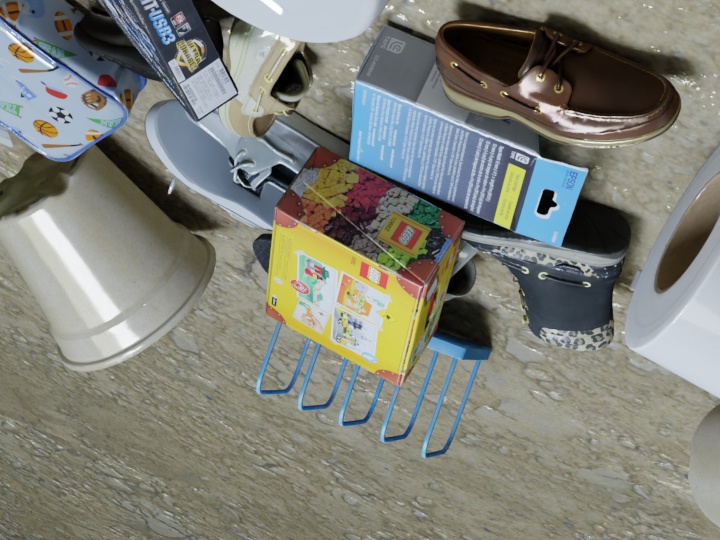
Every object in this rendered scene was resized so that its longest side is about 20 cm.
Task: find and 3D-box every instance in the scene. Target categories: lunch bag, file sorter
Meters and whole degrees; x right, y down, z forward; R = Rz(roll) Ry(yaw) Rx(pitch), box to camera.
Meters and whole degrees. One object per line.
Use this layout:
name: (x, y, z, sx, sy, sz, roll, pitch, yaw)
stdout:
lunch bag: (-0.313, -0.193, 1.787, 0.200, 0.076, 0.160, 39, 142, -25)
file sorter: (0.012, 0.103, 1.977, 0.200, 0.123, 0.139, 19, -177, 15)

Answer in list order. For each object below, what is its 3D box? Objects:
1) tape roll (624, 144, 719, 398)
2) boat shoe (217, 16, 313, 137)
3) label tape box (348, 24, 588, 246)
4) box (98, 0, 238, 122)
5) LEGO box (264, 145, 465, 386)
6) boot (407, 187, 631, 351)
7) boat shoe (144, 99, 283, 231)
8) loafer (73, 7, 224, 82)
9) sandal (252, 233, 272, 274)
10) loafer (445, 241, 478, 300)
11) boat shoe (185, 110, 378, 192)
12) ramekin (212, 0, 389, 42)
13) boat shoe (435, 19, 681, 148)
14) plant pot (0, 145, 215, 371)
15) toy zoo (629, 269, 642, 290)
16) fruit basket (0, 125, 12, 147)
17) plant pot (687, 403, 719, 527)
tape roll: (0.306, 0.003, 1.426, 0.139, 0.203, 0.203, 28, 157, -5)
boat shoe: (-0.076, -0.165, 1.631, 0.066, 0.074, 0.200, 29, 157, 8)
label tape box: (0.093, -0.109, 1.585, 0.200, 0.066, 0.143, 22, 157, 7)
box: (-0.188, -0.241, 1.502, 0.200, 0.050, 0.199, 51, 170, 33)
LEGO box: (0.000, 0.000, 1.707, 0.149, 0.077, 0.200, 28, 152, 9)
boot: (0.140, -0.005, 1.713, 0.203, 0.074, 0.154, 15, 144, 17)
boat shoe: (-0.147, -0.100, 1.853, 0.086, 0.075, 0.202, 2, 157, 48)
loafer: (-0.176, -0.204, 1.670, 0.073, 0.071, 0.200, 23, 180, -44)
sandal: (-0.015, -0.002, 1.848, 0.200, 0.045, 0.075, 11, 138, 32)
loafer: (0.074, 0.006, 1.835, 0.070, 0.070, 0.200, 32, 157, 8)
boat shoe: (-0.082, -0.107, 1.759, 0.201, 0.072, 0.070, 27, 157, -2)
ramekin: (-0.051, -0.255, 1.388, 0.200, 0.098, 0.201, 22, 157, 10)
boat shoe: (0.143, -0.145, 1.447, 0.200, 0.072, 0.068, 16, 157, 28)
plant pot: (-0.284, -0.030, 1.992, 0.200, 0.201, 0.184, -2, 133, 47)
toy zoo: (0.308, 0.041, 1.624, 0.131, 0.020, 0.200, 20, -173, -10)
fruit basket: (-0.442, -0.218, 1.912, 0.185, 0.094, 0.200, 16, 139, 21)
plant pot: (0.400, 0.183, 1.746, 0.200, 0.201, 0.183, 34, 166, -18)
